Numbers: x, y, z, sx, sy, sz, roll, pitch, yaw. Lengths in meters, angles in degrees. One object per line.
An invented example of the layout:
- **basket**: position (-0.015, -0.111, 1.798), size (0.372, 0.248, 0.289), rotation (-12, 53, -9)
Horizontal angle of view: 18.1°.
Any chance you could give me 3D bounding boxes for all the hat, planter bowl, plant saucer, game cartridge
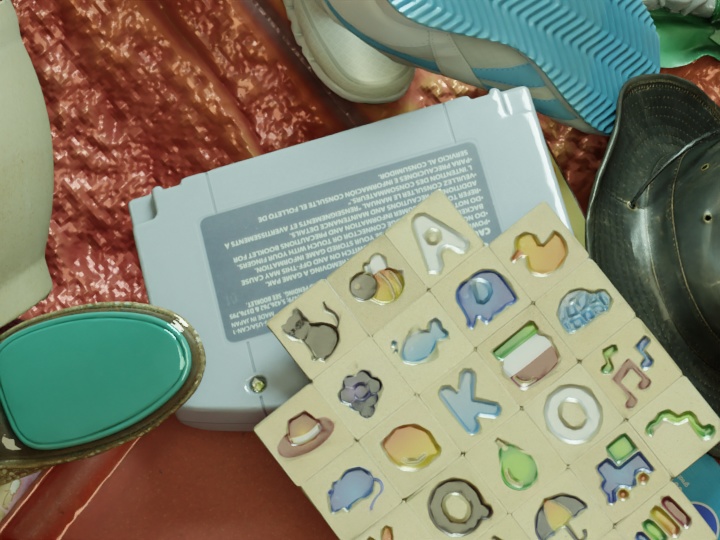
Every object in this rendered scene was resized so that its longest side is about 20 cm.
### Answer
- **hat**: position (0.193, -0.010, 1.097), size (0.081, 0.200, 0.201), rotation (-17, 90, 36)
- **planter bowl**: position (-0.224, -0.023, 1.051), size (0.200, 0.200, 0.135), rotation (-27, 100, -7)
- **plant saucer**: position (-0.035, 0.109, 1.049), size (0.200, 0.037, 0.200), rotation (34, 77, 19)
- **game cartridge**: position (0.000, 0.000, 1.051), size (0.199, 0.042, 0.134), rotation (-16, 70, 2)

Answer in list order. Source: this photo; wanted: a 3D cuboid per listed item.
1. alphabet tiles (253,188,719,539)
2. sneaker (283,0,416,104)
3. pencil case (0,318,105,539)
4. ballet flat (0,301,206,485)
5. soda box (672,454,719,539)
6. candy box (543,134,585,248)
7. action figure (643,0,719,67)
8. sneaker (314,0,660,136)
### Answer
- **alphabet tiles**: position (0.058, 0.071, 1.003), size (0.166, 0.006, 0.200), rotation (-38, 87, -4)
- **sneaker**: position (-0.003, -0.184, 1.134), size (0.075, 0.081, 0.201), rotation (-6, 90, -9)
- **pencil case**: position (-0.173, 0.120, 1.102), size (0.086, 0.083, 0.201), rotation (24, 85, -18)
- **ballet flat**: position (-0.159, 0.065, 1.034), size (0.199, 0.065, 0.071), rotation (-17, 78, 9)
- **soda box**: position (0.130, 0.092, 1.113), size (0.068, 0.064, 0.200), rotation (-39, 113, 0)
- **candy box**: position (0.023, 0.018, 1.142), size (0.200, 0.055, 0.116), rotation (-28, 91, -7)
- **action figure**: position (0.202, -0.150, 1.172), size (0.199, 0.055, 0.119), rotation (7, 88, -9)
- **sneaker**: position (0.066, -0.122, 1.104), size (0.200, 0.081, 0.077), rotation (24, 78, -34)
